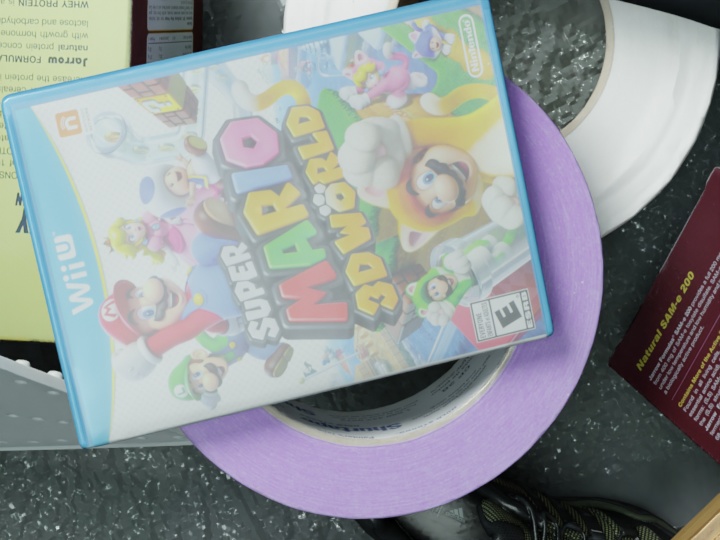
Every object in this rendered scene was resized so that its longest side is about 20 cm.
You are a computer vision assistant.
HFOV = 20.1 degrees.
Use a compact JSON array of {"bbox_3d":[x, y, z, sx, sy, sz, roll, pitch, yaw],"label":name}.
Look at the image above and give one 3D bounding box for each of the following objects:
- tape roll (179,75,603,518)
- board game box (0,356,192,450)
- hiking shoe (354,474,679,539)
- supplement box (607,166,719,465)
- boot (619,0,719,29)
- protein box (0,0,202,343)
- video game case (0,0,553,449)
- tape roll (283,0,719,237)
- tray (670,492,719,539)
[{"bbox_3d":[0.000,0.000,0.865,0.198,0.066,0.202,-1,96,-9],"label":"tape roll"},{"bbox_3d":[-0.205,0.048,0.923,0.198,0.200,0.026,-4,71,32],"label":"board game box"},{"bbox_3d":[0.078,0.139,0.949,0.198,0.101,0.076,20,101,8],"label":"hiking shoe"},{"bbox_3d":[0.208,0.053,0.875,0.200,0.061,0.109,45,115,40],"label":"supplement box"},{"bbox_3d":[0.162,-0.094,0.823,0.198,0.077,0.170,-8,69,-18],"label":"boot"},{"bbox_3d":[-0.183,-0.078,0.954,0.196,0.135,0.202,3,97,9],"label":"protein box"},{"bbox_3d":[-0.031,-0.021,0.816,0.198,0.018,0.145,-13,99,-6],"label":"video game case"},{"bbox_3d":[0.067,-0.105,0.937,0.200,0.071,0.205,1,97,10],"label":"tape roll"},{"bbox_3d":[0.132,0.198,0.904,0.099,0.037,0.200,45,97,2],"label":"tray"}]
